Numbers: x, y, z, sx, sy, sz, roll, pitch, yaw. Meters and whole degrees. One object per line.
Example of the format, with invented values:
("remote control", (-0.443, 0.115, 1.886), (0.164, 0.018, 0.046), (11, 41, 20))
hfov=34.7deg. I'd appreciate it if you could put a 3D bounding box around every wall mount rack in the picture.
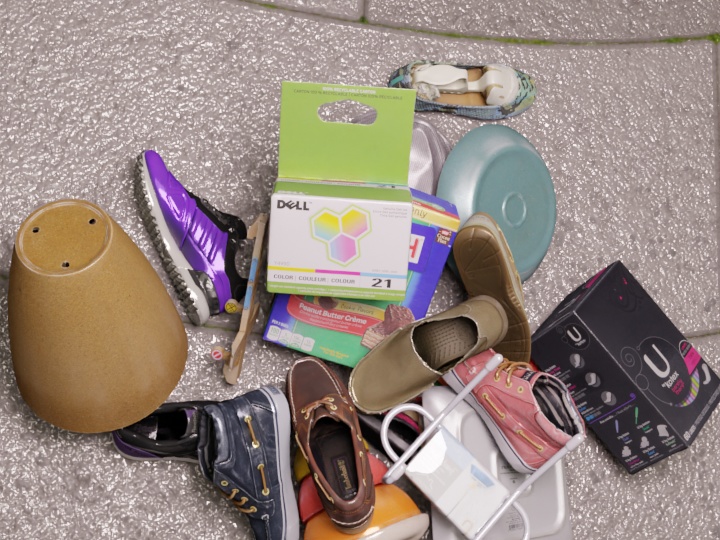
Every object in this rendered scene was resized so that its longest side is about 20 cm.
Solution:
("wall mount rack", (0.122, 0.194, 1.180), (0.200, 0.075, 0.174), (44, 77, 2))

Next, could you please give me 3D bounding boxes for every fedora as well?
("fedora", (0.048, -0.109, 1.351), (0.175, 0.090, 0.203), (23, 73, -8))

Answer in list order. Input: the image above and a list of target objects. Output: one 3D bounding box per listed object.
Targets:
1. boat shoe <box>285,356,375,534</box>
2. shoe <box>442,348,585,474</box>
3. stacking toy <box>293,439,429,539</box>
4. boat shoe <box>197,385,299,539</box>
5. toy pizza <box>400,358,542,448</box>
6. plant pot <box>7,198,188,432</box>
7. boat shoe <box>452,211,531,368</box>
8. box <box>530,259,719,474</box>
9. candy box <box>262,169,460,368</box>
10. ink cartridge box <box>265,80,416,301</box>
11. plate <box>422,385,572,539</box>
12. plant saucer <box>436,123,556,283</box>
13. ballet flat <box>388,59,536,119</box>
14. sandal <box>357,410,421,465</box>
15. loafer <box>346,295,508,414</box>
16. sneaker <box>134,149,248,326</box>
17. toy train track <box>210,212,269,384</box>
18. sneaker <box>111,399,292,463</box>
("boat shoe", (-0.031, 0.166, 1.180), (0.069, 0.071, 0.202), (-22, 55, -5))
("shoe", (0.158, 0.118, 1.238), (0.071, 0.091, 0.201), (-28, 79, -43))
("stacking toy", (-0.024, 0.217, 1.240), (0.144, 0.146, 0.203), (-18, 74, -17))
("boat shoe", (-0.122, 0.225, 1.208), (0.090, 0.070, 0.204), (-11, 103, -32))
("toy pizza", (0.138, 0.144, 1.346), (0.197, 0.032, 0.204), (3, 77, -14))
("plant pot", (-0.274, 0.030, 1.148), (0.183, 0.201, 0.189), (1, 53, -1))
("boat shoe", (0.154, 0.028, 1.297), (0.073, 0.067, 0.203), (-4, 119, 18))
("box", (0.308, 0.113, 1.341), (0.200, 0.106, 0.122), (49, 50, 1))
("candy box", (0.000, 0.000, 1.274), (0.167, 0.077, 0.203), (17, 105, -9))
("ink cartridge box", (-0.019, -0.081, 1.166), (0.145, 0.076, 0.203), (3, 109, -1))
("plate", (0.163, 0.226, 1.290), (0.197, 0.032, 0.204), (1, 82, -33))
("plant saucer", (0.171, -0.071, 1.355), (0.198, 0.036, 0.204), (-3, 94, -39))
("ballet flat", (0.134, -0.226, 1.413), (0.196, 0.074, 0.076), (-4, 78, -15))
("sandal", (0.023, 0.168, 1.291), (0.199, 0.075, 0.045), (40, 69, 1))
("loafer", (0.060, 0.088, 1.212), (0.199, 0.067, 0.077), (-36, 76, 18))
("sneaker", (-0.182, -0.048, 1.294), (0.098, 0.069, 0.203), (-24, 92, -20))
("toy train track", (-0.131, 0.031, 1.242), (0.032, 0.115, 0.203), (15, 118, 3))
("sneaker", (-0.165, 0.173, 1.233), (0.196, 0.088, 0.077), (-2, 77, -15))
